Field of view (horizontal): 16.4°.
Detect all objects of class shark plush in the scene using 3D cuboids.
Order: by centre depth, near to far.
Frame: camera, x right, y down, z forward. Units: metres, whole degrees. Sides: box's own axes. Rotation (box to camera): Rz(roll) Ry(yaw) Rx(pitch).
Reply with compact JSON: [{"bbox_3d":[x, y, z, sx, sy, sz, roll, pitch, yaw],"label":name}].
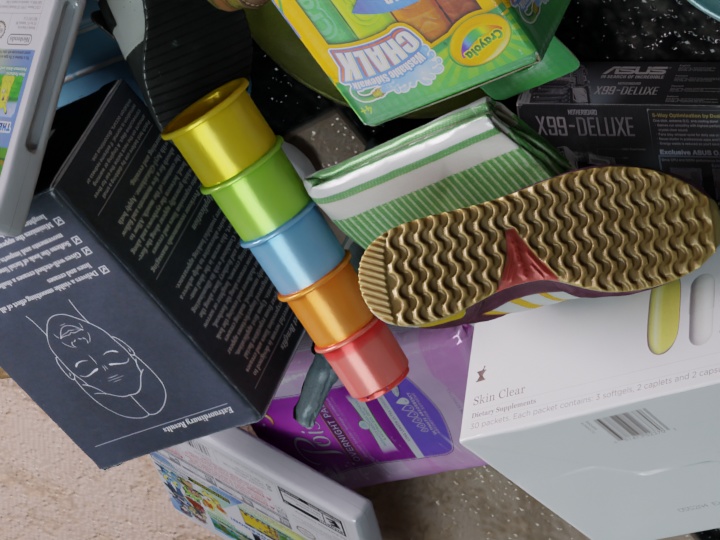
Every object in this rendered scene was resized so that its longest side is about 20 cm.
[{"bbox_3d":[0.000,0.000,1.519,0.091,0.083,0.200,39,105,-4],"label":"shark plush"}]

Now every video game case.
[{"bbox_3d":[-0.231,-0.117,1.456,0.022,0.183,0.200,19,174,-38],"label":"video game case"},{"bbox_3d":[-0.063,0.159,1.690,0.200,0.022,0.182,27,156,24],"label":"video game case"}]

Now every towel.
[{"bbox_3d":[0.082,-0.022,1.436,0.152,0.023,0.200,-22,137,37],"label":"towel"}]

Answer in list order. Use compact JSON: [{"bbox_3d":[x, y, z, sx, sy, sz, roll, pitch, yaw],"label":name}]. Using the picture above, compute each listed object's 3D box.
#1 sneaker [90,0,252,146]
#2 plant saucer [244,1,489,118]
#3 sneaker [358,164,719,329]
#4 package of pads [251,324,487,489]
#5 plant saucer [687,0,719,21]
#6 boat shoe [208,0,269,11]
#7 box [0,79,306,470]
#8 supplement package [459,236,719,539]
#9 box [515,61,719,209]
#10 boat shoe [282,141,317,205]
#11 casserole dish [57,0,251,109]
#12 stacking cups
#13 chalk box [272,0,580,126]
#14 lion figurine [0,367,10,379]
[{"bbox_3d":[-0.123,-0.169,1.471,0.088,0.074,0.200,15,122,61],"label":"sneaker"},{"bbox_3d":[0.014,-0.178,1.439,0.200,0.031,0.200,12,132,14],"label":"plant saucer"},{"bbox_3d":[0.098,-0.014,1.371,0.200,0.090,0.075,-8,89,4],"label":"sneaker"},{"bbox_3d":[0.021,0.075,1.619,0.200,0.076,0.121,-12,122,32],"label":"package of pads"},{"bbox_3d":[0.234,-0.211,1.310,0.200,0.036,0.200,13,133,14],"label":"plant saucer"},{"bbox_3d":[-0.095,-0.239,1.381,0.068,0.072,0.200,-15,97,38],"label":"boat shoe"},{"bbox_3d":[-0.152,0.006,1.518,0.148,0.107,0.200,-19,122,38],"label":"box"},{"bbox_3d":[0.184,0.064,1.422,0.200,0.111,0.156,-16,141,35],"label":"supplement package"},{"bbox_3d":[0.201,-0.045,1.455,0.200,0.050,0.158,2,128,23],"label":"box"},{"bbox_3d":[-0.097,-0.009,1.607,0.072,0.066,0.200,40,133,-12],"label":"boat shoe"},{"bbox_3d":[-0.161,-0.117,1.564,0.200,0.039,0.121,-18,119,35],"label":"casserole dish"},{"bbox_3d":[-0.036,-0.014,1.444,0.060,0.061,0.200,-25,105,37],"label":"stacking cups"},{"bbox_3d":[0.038,-0.167,1.331,0.125,0.124,0.200,-21,117,37],"label":"chalk box"},{"bbox_3d":[-0.206,0.013,1.644,0.122,0.073,0.200,-13,141,-16],"label":"lion figurine"}]
